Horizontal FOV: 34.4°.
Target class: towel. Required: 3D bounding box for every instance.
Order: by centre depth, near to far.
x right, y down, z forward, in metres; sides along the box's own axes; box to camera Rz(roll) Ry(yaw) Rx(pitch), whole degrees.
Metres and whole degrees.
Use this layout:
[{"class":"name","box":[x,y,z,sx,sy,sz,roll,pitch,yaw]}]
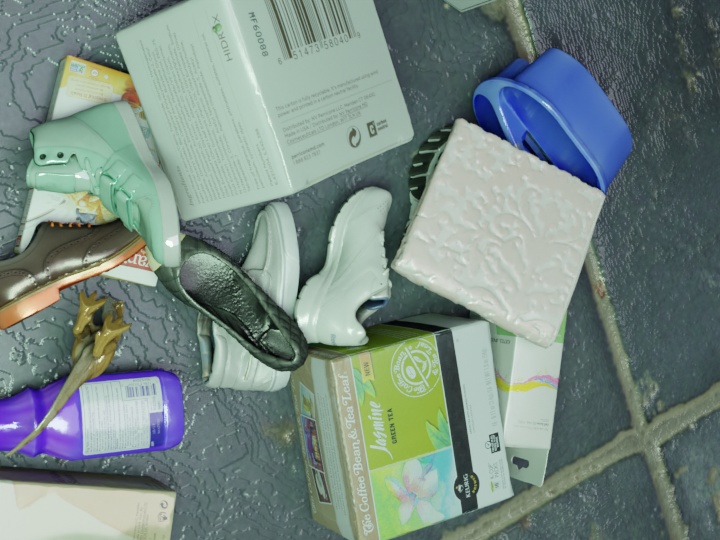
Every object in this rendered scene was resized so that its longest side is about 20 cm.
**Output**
[{"class":"towel","box":[0.152,-0.041,1.266,0.199,0.032,0.192,26,74,-11]}]

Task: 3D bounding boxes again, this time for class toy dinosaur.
[{"class":"toy dinosaur","box":[-0.256,0.084,1.098,0.060,0.107,0.201,22,37,2]}]

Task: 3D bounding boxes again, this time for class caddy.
[{"class":"caddy","box":[0.216,-0.156,1.339,0.200,0.141,0.105,48,69,-18]}]

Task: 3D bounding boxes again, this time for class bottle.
[{"class":"bottle","box":[-0.276,0.145,1.148,0.198,0.065,0.084,-4,88,-26]}]

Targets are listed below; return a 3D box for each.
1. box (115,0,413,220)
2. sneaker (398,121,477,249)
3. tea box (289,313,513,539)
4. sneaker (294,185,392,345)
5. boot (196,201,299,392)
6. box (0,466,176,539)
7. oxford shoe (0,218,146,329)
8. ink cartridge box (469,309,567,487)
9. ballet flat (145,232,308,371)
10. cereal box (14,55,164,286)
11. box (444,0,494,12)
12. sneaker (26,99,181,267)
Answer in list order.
[{"class":"box","box":[-0.091,-0.180,1.140,0.198,0.170,0.202,-29,105,-45]},{"class":"sneaker","box":[0.102,-0.072,1.331,0.090,0.078,0.202,32,71,-49]},{"class":"tea box","box":[0.041,0.166,1.266,0.195,0.133,0.202,-13,97,-24]},{"class":"sneaker","box":[0.000,0.000,1.246,0.075,0.086,0.201,71,36,-59]},{"class":"boot","box":[-0.121,0.026,1.217,0.095,0.073,0.202,2,88,-25]},{"class":"box","box":[-0.290,0.239,1.130,0.198,0.095,0.079,10,86,-27]},{"class":"oxford shoe","box":[-0.269,-0.024,1.104,0.199,0.071,0.073,-33,97,-24]},{"class":"ink cartridge box","box":[0.168,0.137,1.335,0.067,0.117,0.202,9,87,-23]},{"class":"ballet flat","box":[-0.130,0.026,1.161,0.199,0.057,0.067,38,81,-1]},{"class":"cereal box","box":[-0.252,-0.097,1.167,0.143,0.039,0.202,14,85,-26]},{"class":"box","box":[0.075,-0.368,1.277,0.199,0.116,0.061,28,80,-25]},{"class":"sneaker","box":[-0.240,-0.068,1.071,0.117,0.074,0.201,-17,54,-21]}]
